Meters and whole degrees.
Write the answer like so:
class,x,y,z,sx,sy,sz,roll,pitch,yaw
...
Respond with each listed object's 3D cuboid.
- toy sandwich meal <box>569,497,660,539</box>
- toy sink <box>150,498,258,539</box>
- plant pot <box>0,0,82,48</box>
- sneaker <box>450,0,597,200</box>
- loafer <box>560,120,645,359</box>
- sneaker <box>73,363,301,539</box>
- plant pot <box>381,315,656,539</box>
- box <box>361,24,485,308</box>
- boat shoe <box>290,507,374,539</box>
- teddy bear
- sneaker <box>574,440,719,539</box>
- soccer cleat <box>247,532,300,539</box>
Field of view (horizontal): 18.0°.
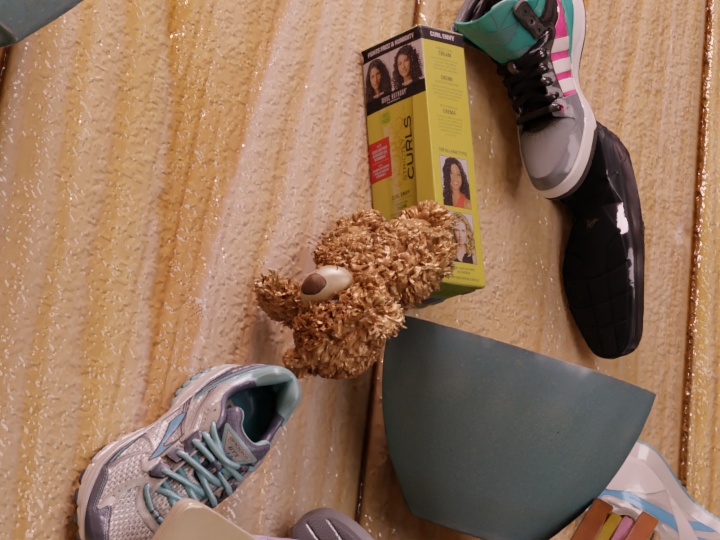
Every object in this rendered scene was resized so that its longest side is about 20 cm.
class,x,y,z,sx,sy,sz,roll,pitch,yaw
toy sandwich meal,0.149,0.252,1.645,0.070,0.206,0.205,35,48,5
toy sink,-0.094,0.262,1.380,0.130,0.112,0.201,38,81,-27
plant pot,-0.241,-0.241,1.410,0.195,0.196,0.201,37,63,-31
sneaker,0.129,-0.164,1.820,0.120,0.083,0.201,27,51,-42
loafer,0.209,-0.025,1.868,0.072,0.072,0.202,10,71,-47
sneaker,-0.110,0.122,1.486,0.078,0.086,0.200,54,46,-17
plant pot,0.098,0.124,1.639,0.199,0.199,0.136,20,86,-39
box,0.046,-0.078,1.719,0.050,0.075,0.202,7,73,-41
boat shoe,0.019,0.245,1.599,0.201,0.072,0.071,56,21,-11
teddy bear,0.000,0.000,1.595,0.200,0.144,0.067,-41,129,-45
sneaker,0.246,0.223,1.828,0.200,0.076,0.081,43,59,-19
soccer cleat,-0.028,0.209,1.500,0.198,0.073,0.069,11,85,-17
